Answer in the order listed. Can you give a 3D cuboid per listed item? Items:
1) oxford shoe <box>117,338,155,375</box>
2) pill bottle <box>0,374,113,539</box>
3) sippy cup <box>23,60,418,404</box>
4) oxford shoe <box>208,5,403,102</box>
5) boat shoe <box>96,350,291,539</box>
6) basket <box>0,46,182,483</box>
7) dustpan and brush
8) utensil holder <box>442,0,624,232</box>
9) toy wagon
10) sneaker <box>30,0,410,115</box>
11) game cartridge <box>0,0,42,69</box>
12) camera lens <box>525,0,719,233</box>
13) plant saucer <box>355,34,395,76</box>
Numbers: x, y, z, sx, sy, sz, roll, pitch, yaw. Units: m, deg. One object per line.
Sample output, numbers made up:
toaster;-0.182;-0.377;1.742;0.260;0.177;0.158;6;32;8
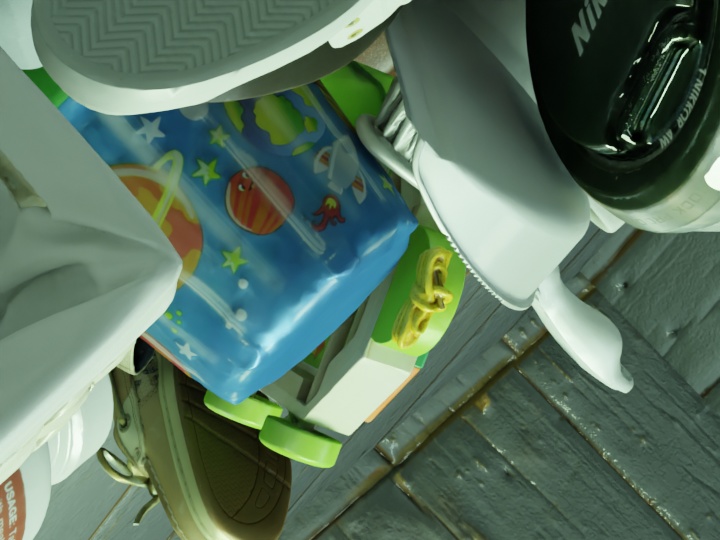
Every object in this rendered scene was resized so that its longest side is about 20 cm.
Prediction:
oxford shoe;-0.060;-0.038;1.161;0.200;0.074;0.071;-48;172;34
pill bottle;-0.183;0.079;0.998;0.200;0.112;0.112;-37;170;-43
sippy cup;-0.055;-0.029;1.013;0.178;0.130;0.140;-43;174;-15
oxford shoe;-0.022;-0.114;0.948;0.200;0.071;0.072;-38;127;-41
boat shoe;-0.083;0.058;1.240;0.063;0.073;0.200;-39;-141;18
basket;-0.161;0.028;0.726;0.200;0.136;0.123;-42;175;-14
dustpan and brush;0.053;-0.021;1.025;0.057;0.200;0.140;-40;-146;19
utensil holder;0.111;-0.143;1.139;0.200;0.170;0.170;-45;173;1
toy wagon;0.000;0.000;1.113;0.200;0.039;0.156;26;-84;66
sneaker;-0.022;-0.086;0.811;0.200;0.074;0.116;-41;170;-31
game cartridge;-0.039;-0.145;0.812;0.200;0.042;0.133;-43;177;-8
camera lens;0.170;-0.093;0.996;0.199;0.160;0.160;0;151;-25
plant saucer;-0.006;-0.082;1.390;0.200;0.034;0.200;-42;173;-6
